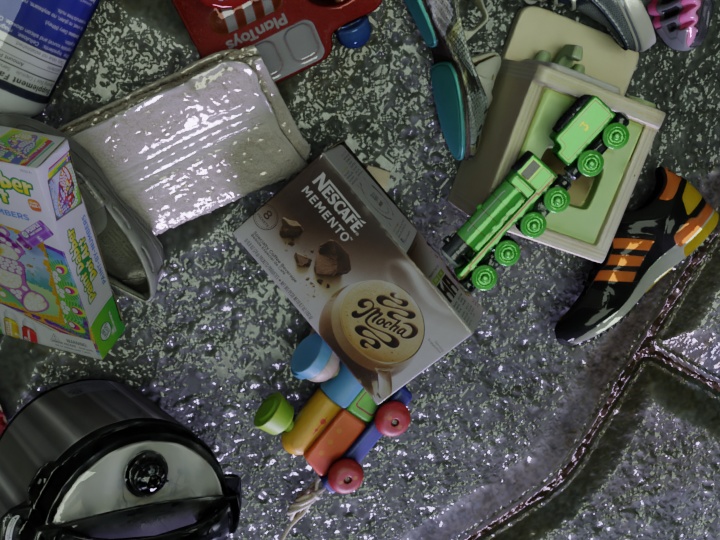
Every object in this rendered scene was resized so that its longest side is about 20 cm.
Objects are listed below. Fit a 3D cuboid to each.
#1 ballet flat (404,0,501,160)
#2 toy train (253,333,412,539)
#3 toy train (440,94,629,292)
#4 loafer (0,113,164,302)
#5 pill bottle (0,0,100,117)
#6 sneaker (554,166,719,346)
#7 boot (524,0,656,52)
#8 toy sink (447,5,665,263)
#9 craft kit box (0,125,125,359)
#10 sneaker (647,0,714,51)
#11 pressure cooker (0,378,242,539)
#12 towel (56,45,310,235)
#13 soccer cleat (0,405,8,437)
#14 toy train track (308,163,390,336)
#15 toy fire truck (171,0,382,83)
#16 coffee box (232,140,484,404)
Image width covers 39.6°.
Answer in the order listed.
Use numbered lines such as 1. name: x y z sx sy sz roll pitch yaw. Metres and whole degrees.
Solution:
1. ballet flat: 0.089 -0.199 0.898 0.072 0.072 0.200 -21 107 -5
2. toy train: -0.055 0.161 0.946 0.116 0.085 0.200 37 95 -25
3. toy train: 0.145 -0.066 0.847 0.056 0.042 0.200 41 98 -9
4. loafer: -0.230 -0.048 0.818 0.070 0.070 0.200 -34 130 12
5. pill bottle: -0.289 -0.194 0.804 0.116 0.116 0.200 28 98 -16
6. sneaker: 0.252 -0.015 0.982 0.200 0.070 0.090 -42 92 1
7. boot: 0.177 -0.263 0.904 0.090 0.073 0.200 -37 99 7
8. toy sink: 0.184 -0.127 0.911 0.130 0.112 0.200 18 100 -15
9. craft kit box: -0.300 -0.030 0.791 0.200 0.049 0.198 11 132 18
10. sneaker: 0.321 -0.304 0.918 0.095 0.079 0.200 -6 106 -21
11. pressure cooker: -0.212 0.196 0.852 0.176 0.200 0.179 -47 123 -18
12. towel: -0.152 -0.102 0.861 0.200 0.034 0.133 -25 131 5
13. soccer cleat: -0.352 0.124 0.902 0.076 0.067 0.200 -32 105 -7
14. toy train track: -0.013 -0.001 0.947 0.115 0.033 0.200 16 102 -14
15. toy fire truck: -0.065 -0.247 0.849 0.200 0.112 0.168 -26 131 -3
16. coffee box: 0.000 0.000 0.884 0.113 0.080 0.200 -39 92 20
